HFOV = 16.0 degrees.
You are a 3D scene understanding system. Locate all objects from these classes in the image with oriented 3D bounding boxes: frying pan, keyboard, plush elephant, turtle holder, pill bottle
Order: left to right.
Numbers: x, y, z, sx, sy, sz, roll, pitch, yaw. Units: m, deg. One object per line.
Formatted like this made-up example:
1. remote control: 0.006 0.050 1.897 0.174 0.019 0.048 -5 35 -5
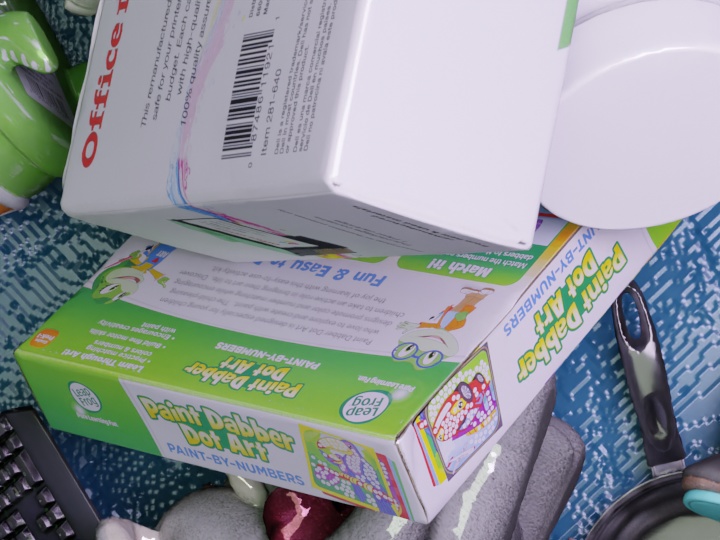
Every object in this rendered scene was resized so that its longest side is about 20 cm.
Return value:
1. turtle holder: -0.194 -0.101 1.052 0.131 0.141 0.186 -32 94 9
2. keyboard: -0.122 0.161 1.076 0.127 0.021 0.201 -39 79 47
3. plush elephant: -0.013 0.109 1.036 0.154 0.165 0.201 20 83 15
4. pill bottle: 0.084 -0.120 0.939 0.115 0.116 0.201 -18 52 5
5. frying pan: 0.124 0.111 1.089 0.115 0.031 0.191 -36 86 4

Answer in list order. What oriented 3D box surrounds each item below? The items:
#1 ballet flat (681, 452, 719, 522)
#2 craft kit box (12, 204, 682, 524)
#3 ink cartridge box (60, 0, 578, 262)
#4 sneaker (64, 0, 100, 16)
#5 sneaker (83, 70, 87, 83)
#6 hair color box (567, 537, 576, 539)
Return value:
1. ballet flat: 0.223 0.099 1.008 0.199 0.068 0.069 25 77 -8
2. craft kit box: 0.000 0.000 0.983 0.199 0.197 0.049 10 132 41
3. ink cartridge box: -0.015 -0.083 0.888 0.084 0.200 0.146 16 80 -30
4. sneaker: -0.067 -0.188 1.037 0.077 0.080 0.201 33 58 -19
5. sneaker: -0.025 -0.107 1.034 0.200 0.074 0.087 -41 95 -31
6. hair color box: 0.111 0.166 0.980 0.110 0.200 0.064 30 95 4
